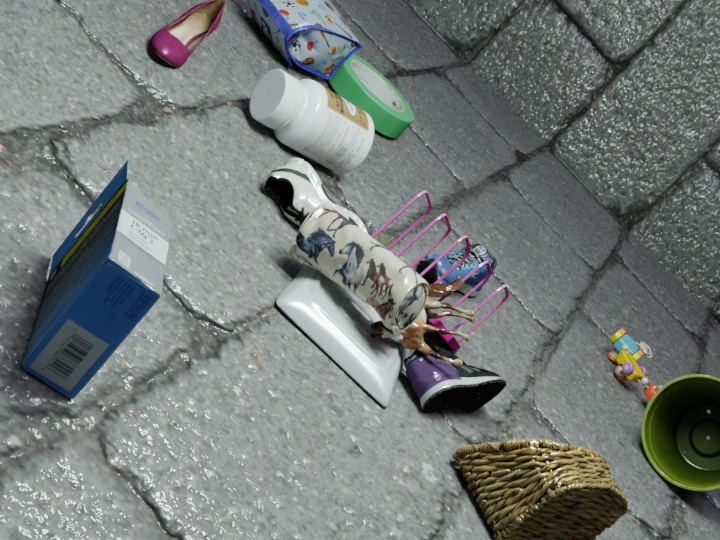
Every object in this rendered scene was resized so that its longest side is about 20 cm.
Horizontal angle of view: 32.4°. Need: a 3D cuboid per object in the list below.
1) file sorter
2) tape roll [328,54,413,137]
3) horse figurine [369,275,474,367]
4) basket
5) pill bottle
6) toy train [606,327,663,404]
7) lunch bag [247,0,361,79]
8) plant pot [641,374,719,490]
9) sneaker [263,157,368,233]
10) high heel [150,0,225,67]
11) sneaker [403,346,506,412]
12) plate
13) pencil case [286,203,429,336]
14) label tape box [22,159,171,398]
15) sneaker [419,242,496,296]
[{"bbox_3d":[0.118,0.000,1.870,0.200,0.125,0.139,49,0,13],"label":"file sorter"},{"bbox_3d":[0.020,-0.356,2.508,0.200,0.048,0.201,38,21,-17],"label":"tape roll"},{"bbox_3d":[0.090,0.067,1.719,0.131,0.051,0.201,15,30,5],"label":"horse figurine"},{"bbox_3d":[0.243,0.268,1.623,0.199,0.143,0.150,23,30,-45],"label":"basket"},{"bbox_3d":[-0.080,-0.247,2.032,0.199,0.114,0.115,26,27,-41],"label":"pill bottle"},{"bbox_3d":[0.550,0.206,2.464,0.150,0.056,0.201,36,25,-26],"label":"toy train"},{"bbox_3d":[-0.123,-0.473,2.371,0.171,0.124,0.199,54,21,24],"label":"lunch bag"},{"bbox_3d":[0.626,0.301,2.261,0.201,0.200,0.193,52,10,22],"label":"plant pot"},{"bbox_3d":[-0.067,-0.076,1.820,0.200,0.074,0.080,46,36,14],"label":"sneaker"},{"bbox_3d":[-0.271,-0.385,1.956,0.067,0.096,0.200,40,21,-11],"label":"high heel"},{"bbox_3d":[0.134,0.143,1.744,0.199,0.076,0.088,11,41,-56],"label":"sneaker"},{"bbox_3d":[-0.012,0.071,1.673,0.199,0.032,0.200,43,20,-4],"label":"plate"},{"bbox_3d":[0.000,0.000,1.650,0.199,0.090,0.078,37,-6,22],"label":"pencil case"},{"bbox_3d":[-0.247,0.004,1.190,0.063,0.144,0.201,35,22,-22],"label":"label tape box"},{"bbox_3d":[0.169,-0.013,2.096,0.079,0.089,0.199,51,21,22],"label":"sneaker"}]
